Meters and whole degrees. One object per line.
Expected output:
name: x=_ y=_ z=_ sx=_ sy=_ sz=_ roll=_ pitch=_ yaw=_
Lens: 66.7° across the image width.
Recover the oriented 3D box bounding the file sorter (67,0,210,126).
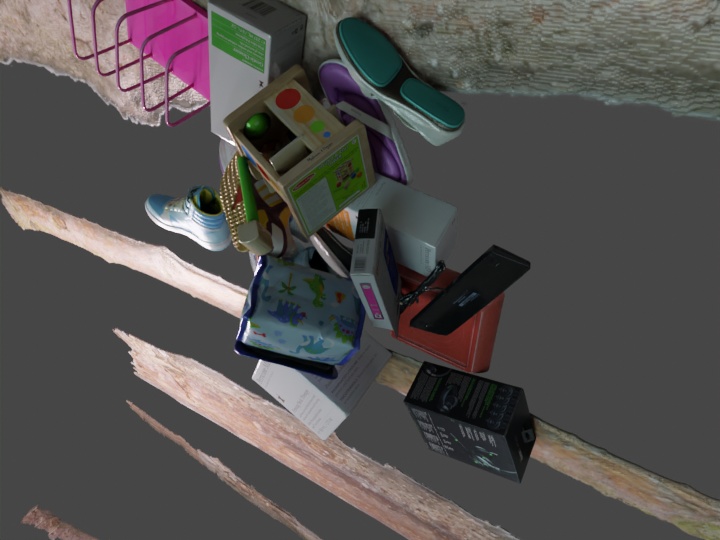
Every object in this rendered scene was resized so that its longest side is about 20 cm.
file sorter: x=-0.319 y=-0.337 z=0.825 sx=0.199 sy=0.126 sz=0.140 roll=36 pitch=142 yaw=7

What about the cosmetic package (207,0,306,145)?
cosmetic package: x=-0.148 y=-0.272 z=0.772 sx=0.107 sy=0.085 sz=0.201 roll=30 pitch=140 yaw=13

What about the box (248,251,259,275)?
box: x=-0.174 y=-0.016 z=0.997 sx=0.201 sy=0.039 sz=0.138 roll=97 pitch=153 yaw=-58

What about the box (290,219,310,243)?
box: x=-0.086 y=-0.132 z=0.888 sx=0.041 sy=0.039 sz=0.202 roll=29 pitch=141 yaw=18

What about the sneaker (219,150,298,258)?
sneaker: x=-0.151 y=-0.097 z=0.819 sx=0.089 sy=0.202 sz=0.075 roll=14 pitch=134 yaw=-37

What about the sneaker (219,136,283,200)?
sneaker: x=-0.169 y=-0.149 z=0.902 sx=0.075 sy=0.098 sz=0.202 roll=48 pitch=-160 yaw=-74

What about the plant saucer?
plant saucer: x=0.126 y=0.079 z=0.907 sx=0.198 sy=0.037 sz=0.202 roll=23 pitch=139 yaw=24

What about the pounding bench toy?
pounding bench toy: x=-0.108 y=-0.136 z=0.711 sx=0.156 sy=0.199 sz=0.125 roll=46 pitch=169 yaw=24

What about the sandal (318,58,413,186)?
sandal: x=0.007 y=-0.191 z=0.740 sx=0.082 sy=0.050 sz=0.204 roll=-18 pitch=114 yaw=48

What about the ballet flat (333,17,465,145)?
ballet flat: x=0.040 y=-0.223 z=0.676 sx=0.199 sy=0.070 sz=0.070 roll=40 pitch=142 yaw=0

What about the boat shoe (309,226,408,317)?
boat shoe: x=0.000 y=0.000 z=0.855 sx=0.200 sy=0.060 sz=0.076 roll=50 pitch=172 yaw=-22

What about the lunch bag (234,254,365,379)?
lunch bag: x=-0.096 y=0.083 z=0.821 sx=0.168 sy=0.129 sz=0.200 roll=17 pitch=153 yaw=-11

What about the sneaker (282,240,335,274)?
sneaker: x=-0.083 y=-0.014 z=0.947 sx=0.200 sy=0.073 sz=0.083 roll=50 pitch=123 yaw=46

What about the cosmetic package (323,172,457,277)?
cosmetic package: x=0.036 y=-0.075 z=0.787 sx=0.198 sy=0.072 sz=0.102 roll=26 pitch=159 yaw=19

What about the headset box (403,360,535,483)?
headset box: x=0.200 y=0.264 z=0.952 sx=0.198 sy=0.093 sz=0.175 roll=10 pitch=142 yaw=36

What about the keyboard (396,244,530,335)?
keyboard: x=0.132 y=0.028 z=0.777 sx=0.126 sy=0.021 sz=0.200 roll=18 pitch=136 yaw=-25

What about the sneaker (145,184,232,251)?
sneaker: x=-0.344 y=-0.133 z=1.084 sx=0.198 sy=0.080 sz=0.131 roll=24 pitch=142 yaw=8

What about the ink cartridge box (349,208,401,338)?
ink cartridge box: x=0.027 y=0.012 z=0.751 sx=0.036 sy=0.096 sz=0.201 roll=-1 pitch=151 yaw=15

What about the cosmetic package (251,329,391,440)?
cosmetic package: x=-0.080 y=0.191 z=1.088 sx=0.199 sy=0.167 sz=0.168 roll=38 pitch=143 yaw=6

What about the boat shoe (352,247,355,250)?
boat shoe: x=-0.035 y=0.032 z=0.975 sx=0.073 sy=0.069 sz=0.201 roll=38 pitch=142 yaw=4
